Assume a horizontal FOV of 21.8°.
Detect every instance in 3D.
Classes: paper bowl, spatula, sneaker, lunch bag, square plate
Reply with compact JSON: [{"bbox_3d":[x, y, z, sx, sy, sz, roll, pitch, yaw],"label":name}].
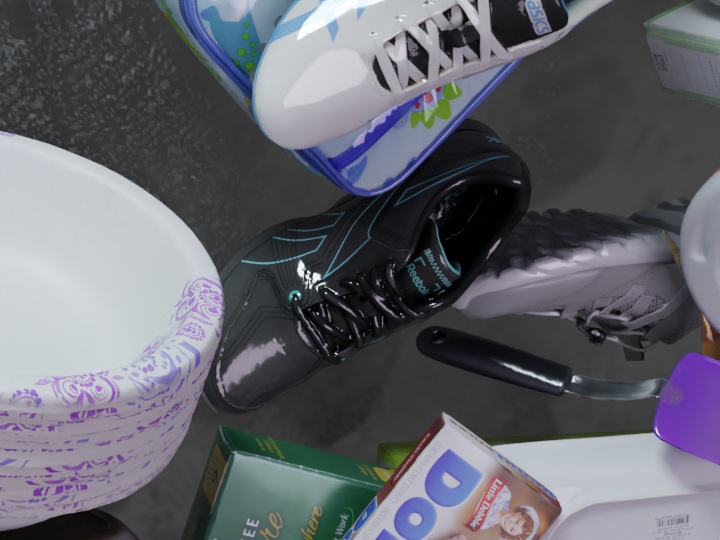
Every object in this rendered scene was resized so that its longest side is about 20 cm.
[{"bbox_3d":[-0.165,0.030,0.784,0.200,0.201,0.105,6,123,-25],"label":"paper bowl"},{"bbox_3d":[0.117,0.057,0.935,0.057,0.199,0.021,-61,148,-30],"label":"spatula"},{"bbox_3d":[0.137,0.013,0.976,0.199,0.075,0.082,-6,107,-22],"label":"sneaker"},{"bbox_3d":[0.017,-0.146,0.873,0.200,0.082,0.161,-43,120,-4],"label":"lunch bag"},{"bbox_3d":[0.151,0.177,0.947,0.199,0.028,0.199,-4,109,-17],"label":"square plate"},{"bbox_3d":[0.000,0.000,0.913,0.200,0.079,0.075,-42,118,-4],"label":"sneaker"},{"bbox_3d":[0.042,-0.113,0.808,0.199,0.072,0.072,-31,120,-9],"label":"sneaker"}]

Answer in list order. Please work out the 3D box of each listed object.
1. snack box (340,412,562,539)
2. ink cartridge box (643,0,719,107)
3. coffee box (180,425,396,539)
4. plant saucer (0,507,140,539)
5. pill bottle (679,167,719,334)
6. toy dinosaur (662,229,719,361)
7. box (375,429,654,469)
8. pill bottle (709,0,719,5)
[{"bbox_3d":[0.007,0.167,0.893,0.072,0.024,0.200,36,99,-8],"label":"snack box"},{"bbox_3d":[0.249,-0.122,0.911,0.145,0.200,0.048,-26,112,-14],"label":"ink cartridge box"},{"bbox_3d":[0.005,0.159,0.938,0.199,0.044,0.124,14,102,-18],"label":"coffee box"},{"bbox_3d":[-0.182,0.119,0.810,0.199,0.200,0.032,5,92,-24],"label":"plant saucer"},{"bbox_3d":[0.250,-0.044,0.941,0.200,0.112,0.113,-41,123,-43],"label":"pill bottle"},{"bbox_3d":[0.170,0.091,0.961,0.106,0.060,0.201,13,106,-32],"label":"toy dinosaur"},{"bbox_3d":[0.102,0.152,1.021,0.199,0.048,0.123,0,107,-22],"label":"box"},{"bbox_3d":[0.193,-0.239,0.895,0.119,0.120,0.201,-28,115,-13],"label":"pill bottle"}]
